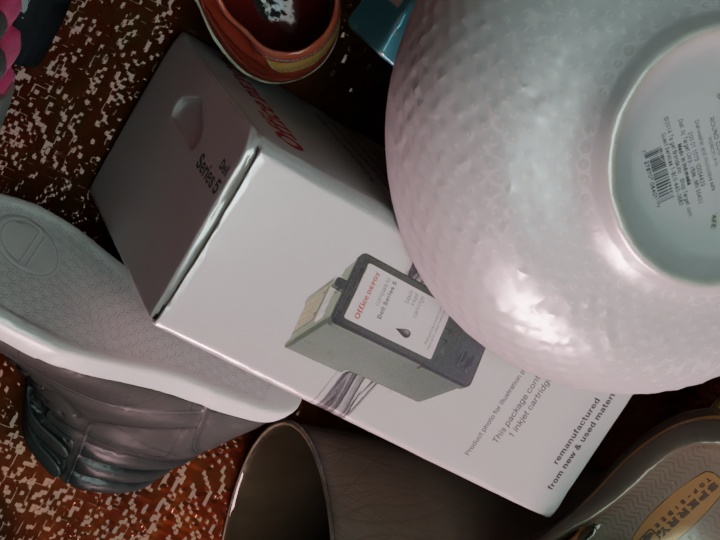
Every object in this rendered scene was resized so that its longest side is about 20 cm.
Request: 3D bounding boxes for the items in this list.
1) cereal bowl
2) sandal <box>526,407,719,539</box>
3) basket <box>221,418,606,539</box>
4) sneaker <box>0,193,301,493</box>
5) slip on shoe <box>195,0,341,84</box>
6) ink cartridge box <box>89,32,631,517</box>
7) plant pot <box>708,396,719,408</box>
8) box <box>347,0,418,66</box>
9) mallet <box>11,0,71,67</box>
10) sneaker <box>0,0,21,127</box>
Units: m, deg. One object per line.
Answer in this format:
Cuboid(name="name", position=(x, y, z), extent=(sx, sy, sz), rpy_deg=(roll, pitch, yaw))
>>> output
Cuboid(name="cereal bowl", position=(0.113, -0.048, 0.735), extent=(0.198, 0.083, 0.202), rpy_deg=(-5, 105, -21))
Cuboid(name="sandal", position=(0.097, 0.143, 0.821), extent=(0.200, 0.055, 0.082), rpy_deg=(-44, 115, 12))
Cuboid(name="basket", position=(0.050, 0.151, 0.921), extent=(0.198, 0.136, 0.182), rpy_deg=(0, 119, -23))
Cuboid(name="sneaker", position=(-0.127, 0.038, 0.822), extent=(0.199, 0.071, 0.099), rpy_deg=(26, 130, -36))
Cuboid(name="slip on shoe", position=(-0.060, -0.166, 0.783), extent=(0.074, 0.061, 0.201), rpy_deg=(-27, 103, -9))
Cuboid(name="ink cartridge box", position=(0.000, 0.000, 0.832), extent=(0.199, 0.146, 0.084), rpy_deg=(28, 101, -26))
Cuboid(name="plant pot", position=(0.232, 0.114, 0.908), extent=(0.199, 0.186, 0.187), rpy_deg=(27, 101, -44))
Cuboid(name="box", position=(0.097, -0.069, 0.802), extent=(0.199, 0.049, 0.083), rpy_deg=(34, 99, -24))
Cuboid(name="mallet", position=(-0.194, -0.151, 0.768), extent=(0.199, 0.041, 0.066), rpy_deg=(30, 100, -23))
Cuboid(name="sneaker", position=(-0.189, -0.129, 0.733), extent=(0.094, 0.079, 0.202), rpy_deg=(-10, 109, 15))
